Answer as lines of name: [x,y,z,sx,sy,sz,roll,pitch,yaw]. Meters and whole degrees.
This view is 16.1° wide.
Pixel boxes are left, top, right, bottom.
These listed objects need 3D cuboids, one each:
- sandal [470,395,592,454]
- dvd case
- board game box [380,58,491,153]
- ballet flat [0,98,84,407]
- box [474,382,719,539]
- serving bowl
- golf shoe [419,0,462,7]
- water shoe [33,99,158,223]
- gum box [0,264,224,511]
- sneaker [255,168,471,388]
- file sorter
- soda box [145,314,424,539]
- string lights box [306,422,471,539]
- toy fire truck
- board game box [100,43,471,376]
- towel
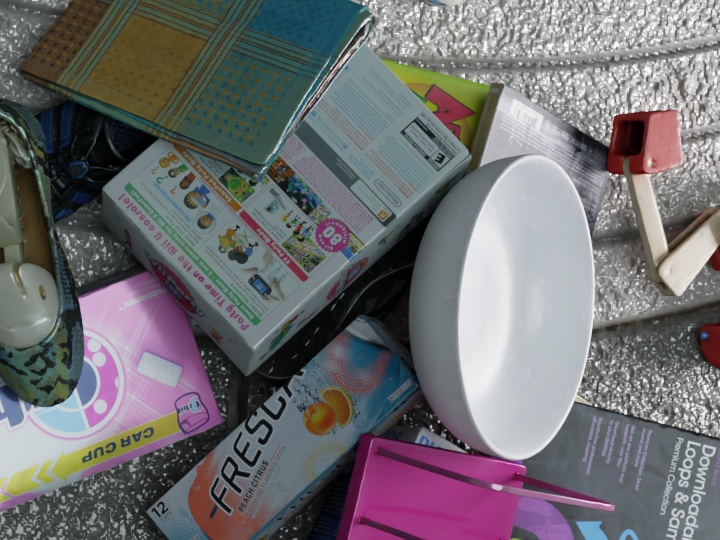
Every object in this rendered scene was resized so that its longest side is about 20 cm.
sandal: [0.176,0.139,1.809,0.211,0.069,0.078,28,82,-32]
dvd case: [0.109,-0.014,1.798,0.148,0.016,0.201,25,79,-48]
board game box: [-0.005,-0.097,1.765,0.199,0.048,0.102,12,86,-22]
ballet flat: [-0.223,-0.013,1.603,0.074,0.074,0.201,-10,77,-22]
box: [0.170,0.169,1.754,0.198,0.036,0.144,13,86,0]
serving bowl: [0.084,0.023,1.682,0.200,0.065,0.202,-9,101,-59]
golf shoe: [0.012,-0.253,1.745,0.199,0.097,0.079,25,83,-19]
water shoe: [-0.189,-0.079,1.671,0.200,0.079,0.072,-39,104,-18]
gum box: [-0.205,0.081,1.673,0.199,0.066,0.114,-21,97,-21]
sneaker: [0.000,0.000,1.744,0.200,0.088,0.076,-42,72,-3]
file sorter: [0.066,0.225,1.645,0.138,0.125,0.202,13,90,-38]
soda box: [-0.046,0.119,1.695,0.200,0.068,0.064,-43,80,6]
string lights box: [0.000,0.204,1.741,0.059,0.103,0.201,31,80,-18]
toy fire truck: [0.254,-0.018,1.864,0.140,0.049,0.202,-5,93,-29]
board game box: [-0.049,-0.055,1.661,0.200,0.064,0.148,-41,81,-18]
towel: [-0.106,-0.146,1.654,0.147,0.199,0.022,-55,151,-24]
